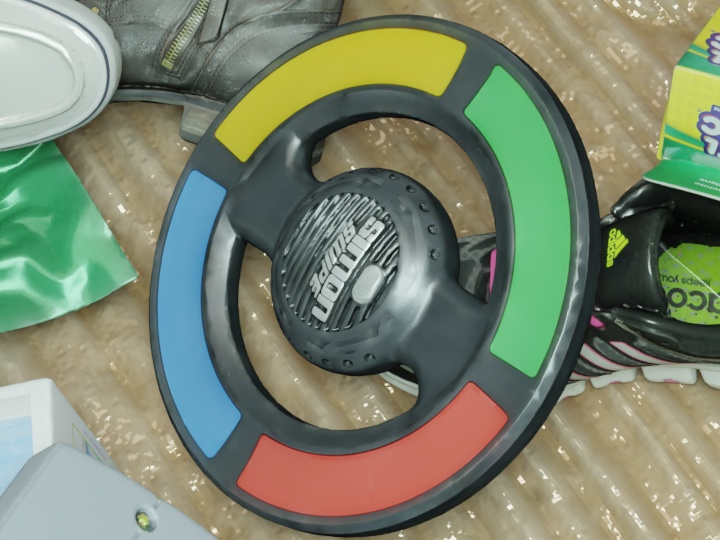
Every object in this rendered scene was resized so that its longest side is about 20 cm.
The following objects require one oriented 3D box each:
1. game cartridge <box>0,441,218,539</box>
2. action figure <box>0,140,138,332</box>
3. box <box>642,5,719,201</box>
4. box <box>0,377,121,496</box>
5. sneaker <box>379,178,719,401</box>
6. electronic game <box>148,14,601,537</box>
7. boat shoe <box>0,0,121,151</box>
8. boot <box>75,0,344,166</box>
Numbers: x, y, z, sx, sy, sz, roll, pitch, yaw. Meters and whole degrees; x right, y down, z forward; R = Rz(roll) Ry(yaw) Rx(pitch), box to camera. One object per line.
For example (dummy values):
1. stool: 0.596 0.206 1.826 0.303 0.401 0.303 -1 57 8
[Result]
1. game cartridge: -0.059 0.158 0.667 0.200 0.041 0.133 46 44 -11
2. action figure: -0.205 0.012 0.839 0.199 0.055 0.118 -30 64 -10
3. box: 0.192 -0.078 0.764 0.117 0.049 0.200 19 43 19
4. box: -0.143 0.157 0.725 0.112 0.101 0.201 -12 62 5
5. sneaker: 0.092 0.005 0.765 0.199 0.088 0.074 -1 63 11
6. electronic game: 0.000 0.000 0.761 0.199 0.042 0.201 -10 71 31
7. boat shoe: -0.196 -0.079 0.792 0.199 0.072 0.066 6 20 -3
8. boot: -0.072 -0.149 0.837 0.199 0.069 0.175 18 108 9
